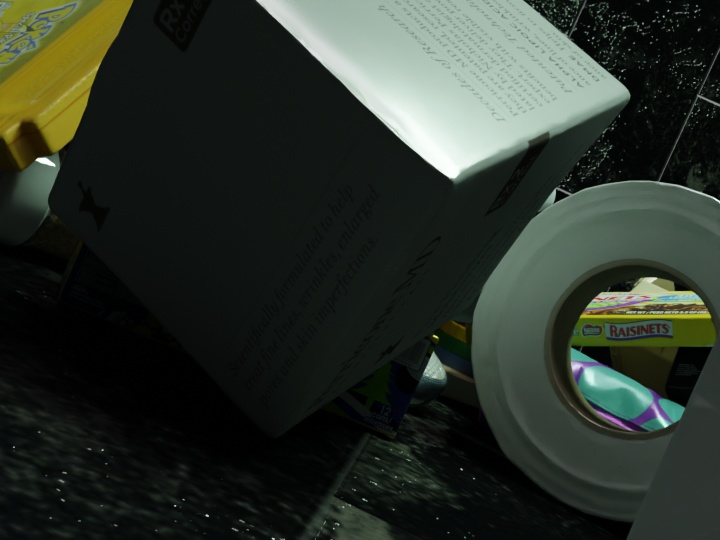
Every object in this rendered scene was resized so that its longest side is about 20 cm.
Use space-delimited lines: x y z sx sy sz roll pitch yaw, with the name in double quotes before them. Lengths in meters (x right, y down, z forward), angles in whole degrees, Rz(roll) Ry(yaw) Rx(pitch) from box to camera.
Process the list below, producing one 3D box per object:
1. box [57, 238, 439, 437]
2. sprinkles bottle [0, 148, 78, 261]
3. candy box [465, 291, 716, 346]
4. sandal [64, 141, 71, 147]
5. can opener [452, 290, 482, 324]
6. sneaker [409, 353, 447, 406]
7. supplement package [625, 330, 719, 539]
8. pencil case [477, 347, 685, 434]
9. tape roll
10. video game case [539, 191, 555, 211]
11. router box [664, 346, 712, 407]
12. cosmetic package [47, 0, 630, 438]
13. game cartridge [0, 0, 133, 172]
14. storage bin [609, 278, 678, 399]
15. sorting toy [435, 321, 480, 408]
"box" -0.061 0.021 0.643 0.199 0.065 0.070 25 3 -15
"sprinkles bottle" -0.146 -0.026 0.730 0.199 0.069 0.068 22 4 -43
"candy box" 0.189 0.035 0.877 0.199 0.027 0.102 -2 7 29
"sandal" -0.178 -0.102 0.720 0.198 0.045 0.075 -14 30 14
"can opener" 0.018 0.019 0.831 0.198 0.067 0.053 7 6 17
"sneaker" 0.000 0.000 0.754 0.200 0.086 0.078 50 20 -9
"supplement package" 0.263 0.129 0.561 0.199 0.152 0.151 22 4 -37
"pencil case" 0.179 0.113 0.790 0.199 0.086 0.092 26 -10 24
"tape roll" 0.172 0.050 0.710 0.201 0.204 0.071 26 3 22
"video game case" 0.022 -0.066 0.877 0.181 0.023 0.200 14 -10 -18
"router box" 0.332 0.123 0.812 0.199 0.052 0.158 1 -47 36
"cosmetic package" -0.007 -0.060 0.564 0.165 0.165 0.200 43 36 13
"game cartridge" -0.210 -0.126 0.696 0.199 0.177 0.033 6 -46 35
"storage bin" 0.321 0.111 0.980 0.199 0.094 0.199 28 -32 42
"sorting toy" 0.034 0.041 0.988 0.198 0.070 0.200 23 4 -38
